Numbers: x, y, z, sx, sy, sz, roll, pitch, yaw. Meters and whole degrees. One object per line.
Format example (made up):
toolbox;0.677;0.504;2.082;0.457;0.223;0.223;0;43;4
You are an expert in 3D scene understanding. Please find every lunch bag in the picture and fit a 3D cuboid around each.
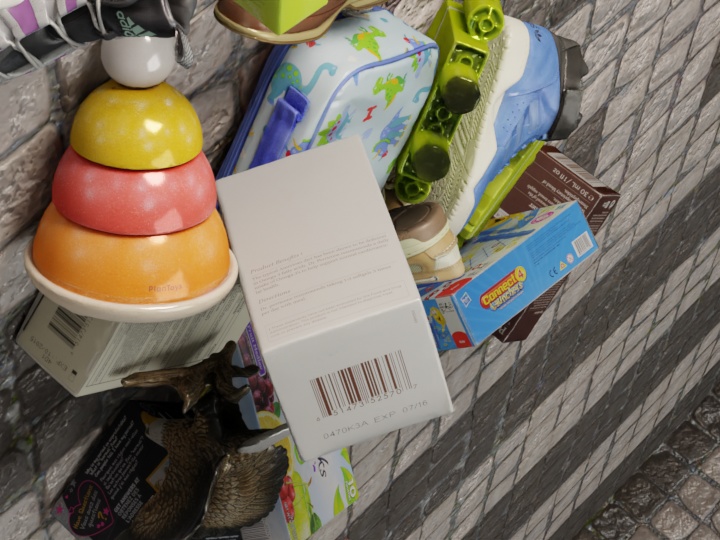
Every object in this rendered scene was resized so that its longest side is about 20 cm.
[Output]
lunch bag;-0.031;-0.108;1.418;0.161;0.082;0.200;-26;148;-51

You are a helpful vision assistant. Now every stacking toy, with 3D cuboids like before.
stacking toy;-0.146;-0.078;1.204;0.146;0.146;0.200;-26;132;-49

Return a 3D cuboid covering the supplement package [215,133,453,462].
supplement package;-0.022;0.016;1.300;0.117;0.200;0.117;-19;131;0

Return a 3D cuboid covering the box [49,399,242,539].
box;-0.160;0.200;1.623;0.132;0.115;0.200;-54;158;10

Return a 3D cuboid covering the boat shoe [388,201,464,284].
boat shoe;0.000;0.000;1.527;0.072;0.200;0.076;-50;119;-38

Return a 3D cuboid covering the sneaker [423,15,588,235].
sneaker;0.132;-0.113;1.566;0.111;0.077;0.200;11;104;-30

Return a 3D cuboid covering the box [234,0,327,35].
box;-0.070;-0.243;1.046;0.048;0.122;0.200;-39;156;-25

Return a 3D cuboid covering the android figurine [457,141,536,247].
android figurine;0.125;-0.090;1.712;0.182;0.041;0.200;-54;173;9

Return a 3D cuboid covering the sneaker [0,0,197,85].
sneaker;-0.152;-0.143;1.014;0.200;0.140;0.078;-54;160;5

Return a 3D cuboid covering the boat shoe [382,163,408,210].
boat shoe;0.045;-0.103;1.620;0.200;0.073;0.063;-57;156;-18

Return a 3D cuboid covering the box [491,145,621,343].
box;0.184;-0.029;1.990;0.200;0.100;0.075;-59;158;17

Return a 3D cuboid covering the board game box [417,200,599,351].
board game box;0.098;0.013;1.776;0.200;0.056;0.196;-35;-165;-37

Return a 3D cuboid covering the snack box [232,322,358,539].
snack box;-0.073;0.127;1.569;0.053;0.201;0.142;-12;-173;24

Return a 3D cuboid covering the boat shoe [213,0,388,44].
boat shoe;-0.033;-0.212;1.264;0.200;0.072;0.068;-35;150;-52

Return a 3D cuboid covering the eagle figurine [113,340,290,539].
eagle figurine;-0.128;0.159;1.414;0.151;0.151;0.201;3;109;-14

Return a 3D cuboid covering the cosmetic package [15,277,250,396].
cosmetic package;-0.158;0.024;1.386;0.105;0.071;0.200;-58;159;19

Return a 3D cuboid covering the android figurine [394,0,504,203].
android figurine;0.068;-0.149;1.495;0.200;0.041;0.182;-89;-159;-67
